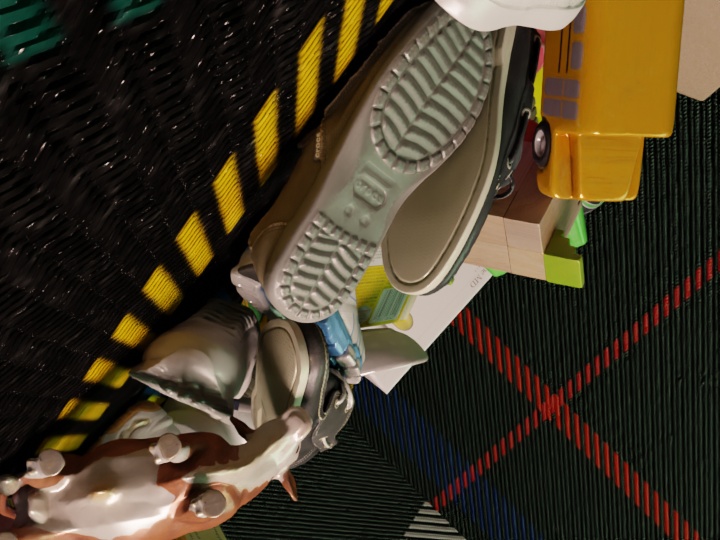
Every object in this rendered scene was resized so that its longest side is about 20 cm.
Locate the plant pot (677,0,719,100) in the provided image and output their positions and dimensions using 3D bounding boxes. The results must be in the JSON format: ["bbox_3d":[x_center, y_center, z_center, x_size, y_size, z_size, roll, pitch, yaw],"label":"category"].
[{"bbox_3d":[0.254,-0.251,0.767,0.200,0.177,0.200,-46,177,-18],"label":"plant pot"}]

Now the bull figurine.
[{"bbox_3d":[-0.122,0.126,0.616,0.197,0.066,0.122,-15,167,-2],"label":"bull figurine"}]

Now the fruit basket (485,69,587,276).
[{"bbox_3d":[0.125,-0.132,0.919,0.153,0.219,0.216,-20,-174,18],"label":"fruit basket"}]

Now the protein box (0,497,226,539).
[{"bbox_3d":[-0.202,0.281,0.737,0.200,0.135,0.197,-47,146,16],"label":"protein box"}]

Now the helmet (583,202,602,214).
[{"bbox_3d":[0.202,-0.145,1.126,0.199,0.191,0.201,-37,-154,21],"label":"helmet"}]

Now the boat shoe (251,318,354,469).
[{"bbox_3d":[-0.038,0.084,0.730,0.066,0.073,0.201,-12,154,-13],"label":"boat shoe"}]

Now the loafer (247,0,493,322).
[{"bbox_3d":[-0.002,-0.071,0.577,0.069,0.075,0.201,29,-99,47],"label":"loafer"}]

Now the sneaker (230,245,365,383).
[{"bbox_3d":[-0.027,0.013,0.734,0.201,0.074,0.088,76,31,-62],"label":"sneaker"}]

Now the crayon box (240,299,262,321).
[{"bbox_3d":[-0.052,0.007,0.949,0.126,0.052,0.200,-46,178,-24],"label":"crayon box"}]

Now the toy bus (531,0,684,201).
[{"bbox_3d":[0.151,-0.143,0.626,0.078,0.064,0.204,-141,-128,-74],"label":"toy bus"}]

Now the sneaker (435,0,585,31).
[{"bbox_3d":[0.103,-0.177,0.492,0.116,0.074,0.200,-45,178,30],"label":"sneaker"}]

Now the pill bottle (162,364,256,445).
[{"bbox_3d":[-0.129,0.147,1.041,0.117,0.116,0.200,-48,178,30],"label":"pill bottle"}]

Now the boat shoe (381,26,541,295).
[{"bbox_3d":[0.067,-0.074,0.624,0.074,0.066,0.203,-4,-113,40],"label":"boat shoe"}]

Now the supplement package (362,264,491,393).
[{"bbox_3d":[0.034,0.003,1.108,0.200,0.111,0.156,-48,-159,-6],"label":"supplement package"}]

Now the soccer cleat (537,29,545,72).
[{"bbox_3d":[0.050,-0.117,0.701,0.199,0.067,0.076,-40,-158,-27],"label":"soccer cleat"}]

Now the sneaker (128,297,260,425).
[{"bbox_3d":[-0.105,0.055,0.722,0.081,0.075,0.200,-64,-179,-10],"label":"sneaker"}]

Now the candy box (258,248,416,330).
[{"bbox_3d":[0.000,0.000,0.857,0.199,0.026,0.104,-3,118,-58],"label":"candy box"}]

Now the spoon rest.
[{"bbox_3d":[-0.041,0.083,0.868,0.196,0.062,0.099,-4,180,8],"label":"spoon rest"}]

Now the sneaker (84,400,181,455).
[{"bbox_3d":[-0.209,0.200,0.825,0.200,0.088,0.076,-46,179,4],"label":"sneaker"}]

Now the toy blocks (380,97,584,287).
[{"bbox_3d":[0.084,-0.072,0.748,0.137,0.197,0.101,-56,145,-34],"label":"toy blocks"}]
